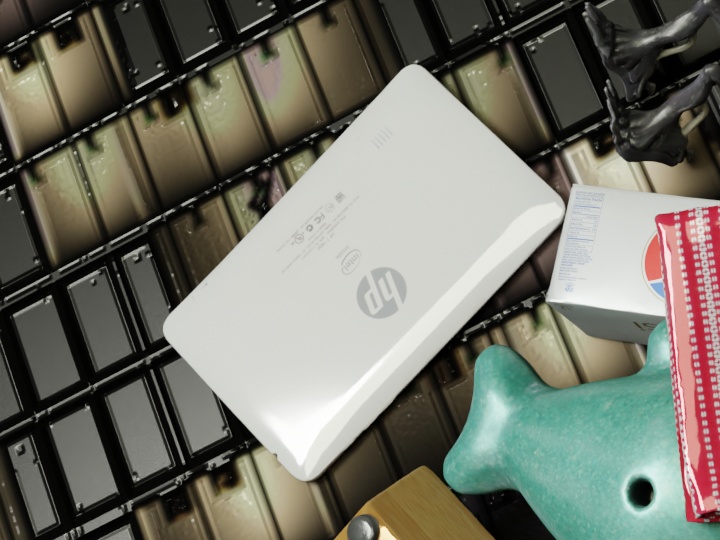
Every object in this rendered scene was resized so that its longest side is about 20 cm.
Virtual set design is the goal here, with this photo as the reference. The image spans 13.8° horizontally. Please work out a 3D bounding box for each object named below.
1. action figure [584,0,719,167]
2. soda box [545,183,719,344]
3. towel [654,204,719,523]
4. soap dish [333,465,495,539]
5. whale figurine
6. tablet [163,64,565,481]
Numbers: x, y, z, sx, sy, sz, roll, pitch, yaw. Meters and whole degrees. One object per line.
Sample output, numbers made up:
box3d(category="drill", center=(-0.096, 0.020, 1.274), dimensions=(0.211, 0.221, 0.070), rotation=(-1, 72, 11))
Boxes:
box3d(category="action figure", center=(0.212, -0.116, 1.450), dimensions=(0.200, 0.102, 0.119), rotation=(-16, 56, 19))
box3d(category="soda box", center=(0.197, 0.007, 1.435), dimensions=(0.200, 0.068, 0.064), rotation=(8, 76, 25))
box3d(category="towel", center=(0.235, 0.033, 1.303), dimensions=(0.200, 0.022, 0.145), rotation=(-6, 80, 9))
box3d(category="soap dish", center=(0.007, 0.216, 1.425), dimensions=(0.200, 0.081, 0.157), rotation=(-50, 61, 13))
box3d(category="whale figurine", center=(0.121, 0.095, 1.392), dimensions=(0.200, 0.104, 0.159), rotation=(21, 95, 30))
box3d(category="tablet", center=(0.000, 0.000, 1.552), dimensions=(0.200, 0.014, 0.130), rotation=(-47, 63, 4))
